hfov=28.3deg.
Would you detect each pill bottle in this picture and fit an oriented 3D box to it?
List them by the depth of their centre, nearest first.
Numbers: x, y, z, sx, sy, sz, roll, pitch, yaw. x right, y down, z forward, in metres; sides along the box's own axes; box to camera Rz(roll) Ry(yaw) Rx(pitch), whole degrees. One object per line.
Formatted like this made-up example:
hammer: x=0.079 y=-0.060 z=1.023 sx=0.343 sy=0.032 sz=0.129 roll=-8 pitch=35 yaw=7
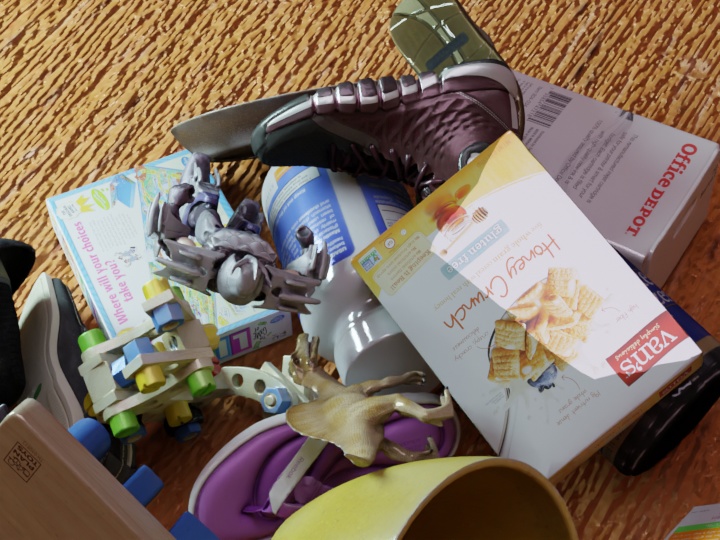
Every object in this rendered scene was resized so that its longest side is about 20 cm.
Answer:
pill bottle: x=0.155 y=0.038 z=1.001 sx=0.111 sy=0.112 sz=0.200 roll=-35 pitch=67 yaw=-26
pill bottle: x=0.000 y=0.000 z=1.063 sx=0.111 sy=0.113 sz=0.201 roll=-13 pitch=49 yaw=-9

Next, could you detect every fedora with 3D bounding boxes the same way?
fedora: x=-0.288 y=0.064 z=0.986 sx=0.199 sy=0.201 sz=0.092 roll=-30 pitch=82 yaw=-23

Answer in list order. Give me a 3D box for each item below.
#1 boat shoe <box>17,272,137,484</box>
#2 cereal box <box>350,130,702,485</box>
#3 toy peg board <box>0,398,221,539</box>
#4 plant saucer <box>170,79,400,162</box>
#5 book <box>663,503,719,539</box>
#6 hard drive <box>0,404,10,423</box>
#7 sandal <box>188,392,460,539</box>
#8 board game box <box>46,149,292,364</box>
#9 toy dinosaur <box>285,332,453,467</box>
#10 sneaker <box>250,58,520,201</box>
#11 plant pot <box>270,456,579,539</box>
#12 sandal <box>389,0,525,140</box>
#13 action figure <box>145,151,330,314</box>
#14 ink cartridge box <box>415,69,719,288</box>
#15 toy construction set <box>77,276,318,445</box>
boat shoe: x=-0.212 y=0.080 z=1.046 sx=0.067 sy=0.072 sz=0.201 roll=17 pitch=29 yaw=-34
cereal box: x=0.106 y=0.027 z=0.935 sx=0.143 sy=0.040 sz=0.201 roll=-39 pitch=68 yaw=0
toy peg board: x=-0.147 y=0.180 z=0.827 sx=0.200 sy=0.199 sz=0.098 roll=44 pitch=34 yaw=0
plant saucer: x=-0.053 y=-0.117 z=1.152 sx=0.198 sy=0.200 sz=0.033 roll=-12 pitch=91 yaw=-8
book: x=0.200 y=0.201 z=0.837 sx=0.199 sy=0.133 sz=0.048 roll=-32 pitch=92 yaw=-37
hard drive: x=-0.285 y=0.143 z=0.899 sx=0.139 sy=0.200 sz=0.038 roll=-30 pitch=87 yaw=-22
sandal: x=-0.020 y=0.131 z=0.961 sx=0.201 sy=0.083 sz=0.050 roll=-21 pitch=18 yaw=-17
board game box: x=-0.154 y=-0.004 z=1.126 sx=0.133 sy=0.034 sz=0.201 roll=-20 pitch=50 yaw=-15
toy dinosaur: x=0.004 y=0.099 z=0.900 sx=0.100 sy=0.059 sz=0.200 roll=2 pitch=17 yaw=-15
sneaker: x=0.026 y=-0.075 z=1.016 sx=0.197 sy=0.076 sz=0.117 roll=-13 pitch=76 yaw=0
plant pot: x=0.019 y=0.201 z=0.851 sx=0.141 sy=0.201 sz=0.200 roll=6 pitch=42 yaw=45
sandal: x=0.081 y=-0.146 z=1.115 sx=0.080 sy=0.054 sz=0.201 roll=-34 pitch=51 yaw=15
action figure: x=-0.091 y=-0.022 z=0.995 sx=0.129 sy=0.070 sz=0.200 roll=27 pitch=8 yaw=-19
ink cartridge box: x=0.163 y=-0.062 z=1.129 sx=0.198 sy=0.085 sz=0.146 roll=24 pitch=53 yaw=23
toy construction set: x=-0.112 y=0.072 z=0.977 sx=0.131 sy=0.199 sz=0.093 roll=-35 pitch=55 yaw=24
